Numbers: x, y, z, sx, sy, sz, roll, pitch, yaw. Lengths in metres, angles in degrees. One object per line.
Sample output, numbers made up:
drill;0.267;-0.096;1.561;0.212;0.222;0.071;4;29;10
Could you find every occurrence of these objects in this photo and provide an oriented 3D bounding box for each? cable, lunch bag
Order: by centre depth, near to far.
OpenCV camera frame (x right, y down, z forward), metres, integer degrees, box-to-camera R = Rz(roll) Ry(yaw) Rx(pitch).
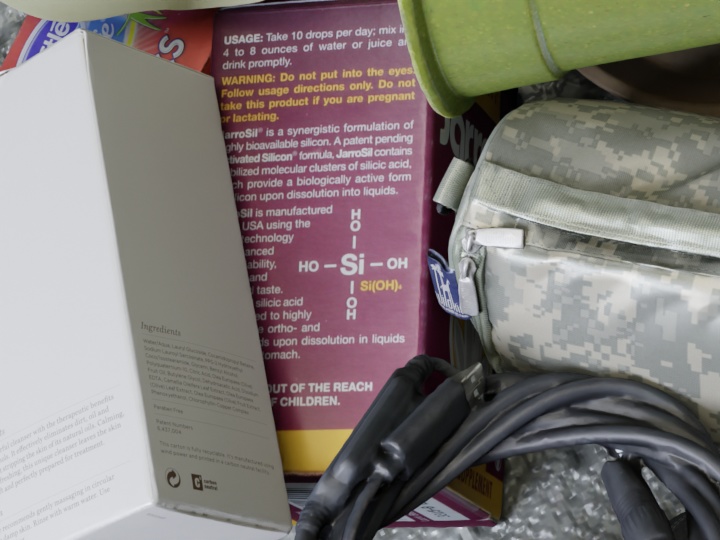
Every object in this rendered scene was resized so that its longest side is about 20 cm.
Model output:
cable;0.052;0.114;1.091;0.163;0.051;0.200;20;46;16
lunch bag;0.143;0.003;1.184;0.200;0.168;0.139;12;79;22

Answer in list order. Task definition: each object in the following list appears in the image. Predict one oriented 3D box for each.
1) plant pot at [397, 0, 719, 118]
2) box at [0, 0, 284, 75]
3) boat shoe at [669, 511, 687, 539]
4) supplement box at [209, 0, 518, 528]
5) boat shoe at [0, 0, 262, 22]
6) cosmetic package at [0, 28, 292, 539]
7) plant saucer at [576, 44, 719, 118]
plant pot;0.124;-0.159;1.153;0.190;0.200;0.200;0;76;14
box;-0.098;-0.068;1.322;0.095;0.100;0.200;23;84;24
boat shoe;0.179;0.175;1.185;0.066;0.070;0.200;-34;60;9
supplement box;0.000;0.000;1.255;0.103;0.131;0.200;-2;76;19
boat shoe;-0.092;-0.146;1.258;0.201;0.063;0.074;6;111;33
cosmetic package;-0.105;0.021;1.179;0.108;0.085;0.200;-25;63;34
plant saucer;0.150;-0.163;1.241;0.200;0.029;0.200;2;95;26
